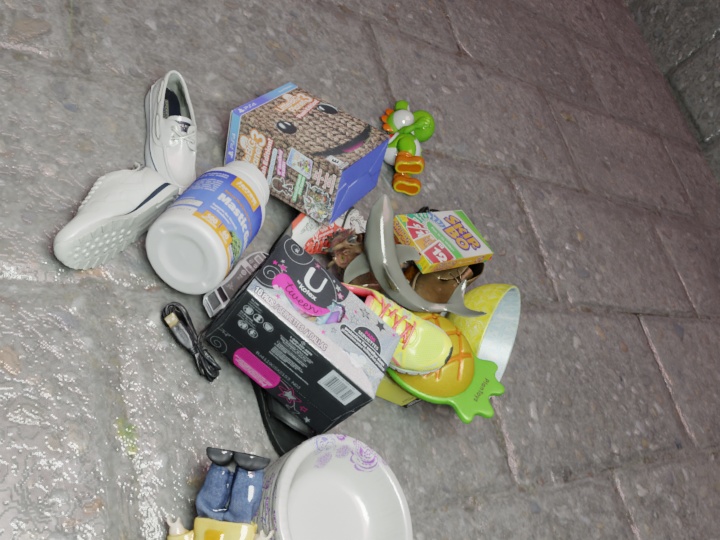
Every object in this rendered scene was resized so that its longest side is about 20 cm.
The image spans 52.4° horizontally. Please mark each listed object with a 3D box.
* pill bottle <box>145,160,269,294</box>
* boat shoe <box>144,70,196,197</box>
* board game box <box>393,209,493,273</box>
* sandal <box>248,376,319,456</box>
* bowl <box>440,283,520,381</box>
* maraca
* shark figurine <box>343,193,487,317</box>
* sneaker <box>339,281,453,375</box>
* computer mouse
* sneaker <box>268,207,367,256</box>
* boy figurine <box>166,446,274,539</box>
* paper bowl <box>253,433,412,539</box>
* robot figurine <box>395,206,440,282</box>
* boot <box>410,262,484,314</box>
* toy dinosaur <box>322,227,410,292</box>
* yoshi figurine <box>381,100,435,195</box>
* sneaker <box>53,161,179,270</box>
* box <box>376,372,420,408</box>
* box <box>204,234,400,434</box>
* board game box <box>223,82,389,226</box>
[{"bbox_3d":[-0.192,-0.068,0.977,0.112,0.112,0.201,42,35,-12],"label":"pill bottle"},{"bbox_3d":[-0.266,-0.193,1.036,0.072,0.065,0.204,2,62,-42],"label":"boat shoe"},{"bbox_3d":[0.135,-0.049,1.152,0.198,0.030,0.096,-7,57,-50],"label":"board game box"},{"bbox_3d":[-0.097,0.169,0.959,0.075,0.048,0.204,-18,76,-47],"label":"sandal"},{"bbox_3d":[0.177,0.108,1.197,0.106,0.205,0.199,17,31,27],"label":"bowl"},{"bbox_3d":[0.114,0.133,1.045,0.198,0.108,0.138,33,53,7],"label":"maraca"},{"bbox_3d":[0.064,0.019,1.004,0.214,0.128,0.090,44,4,-16],"label":"shark figurine"},{"bbox_3d":[0.030,0.073,0.973,0.079,0.196,0.091,-61,154,-16],"label":"sneaker"},{"bbox_3d":[-0.173,0.049,0.979,0.110,0.044,0.200,46,47,-1],"label":"computer mouse"},{"bbox_3d":[-0.055,-0.051,1.136,0.108,0.067,0.202,45,39,-6],"label":"sneaker"},{"bbox_3d":[-0.156,0.295,0.781,0.121,0.065,0.205,9,76,12],"label":"boy figurine"},{"bbox_3d":[-0.041,0.308,0.874,0.198,0.104,0.205,23,50,-29],"label":"paper bowl"},{"bbox_3d":[0.114,-0.033,1.289,0.198,0.058,0.147,-24,81,-48],"label":"robot figurine"},{"bbox_3d":[0.139,0.018,1.167,0.075,0.074,0.200,61,36,-9],"label":"boot"},{"bbox_3d":[0.000,0.000,1.116,0.133,0.204,0.086,-19,42,-27],"label":"toy dinosaur"},{"bbox_3d":[0.104,-0.246,1.399,0.112,0.111,0.204,38,38,-39],"label":"yoshi figurine"},{"bbox_3d":[-0.316,-0.072,0.915,0.080,0.077,0.200,40,37,3],"label":"sneaker"},{"bbox_3d":[0.008,0.134,1.082,0.197,0.050,0.077,27,47,-28],"label":"box"},{"bbox_3d":[-0.069,0.081,0.914,0.199,0.132,0.116,40,43,-10],"label":"box"},{"bbox_3d":[-0.081,-0.183,1.120,0.197,0.098,0.159,30,39,15],"label":"board game box"}]
